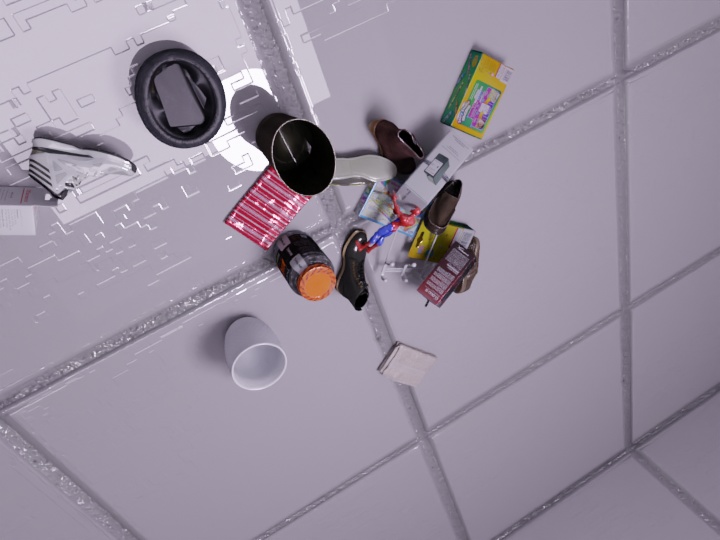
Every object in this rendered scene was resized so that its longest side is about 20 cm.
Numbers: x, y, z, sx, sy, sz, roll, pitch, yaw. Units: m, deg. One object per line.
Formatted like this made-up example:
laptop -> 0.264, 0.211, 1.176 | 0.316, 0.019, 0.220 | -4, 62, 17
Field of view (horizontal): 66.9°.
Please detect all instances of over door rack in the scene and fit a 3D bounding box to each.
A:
over door rack -> 0.148, -0.053, 1.555 | 0.147, 0.067, 0.200 | 1, 118, -21

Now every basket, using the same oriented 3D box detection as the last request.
basket -> -0.160, -0.283, 1.243 | 0.136, 0.200, 0.181 | -33, 128, -7

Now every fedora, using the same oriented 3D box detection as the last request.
fedora -> -0.381, -0.365, 1.151 | 0.200, 0.092, 0.201 | -12, 122, -21

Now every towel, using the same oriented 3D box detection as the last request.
towel -> -0.229, -0.159, 1.389 | 0.200, 0.022, 0.145 | -49, 126, 5
towel -> 0.162, 0.321, 1.850 | 0.200, 0.034, 0.133 | 23, 105, -35

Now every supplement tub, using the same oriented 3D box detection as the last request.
supplement tub -> -0.143, -0.011, 1.404 | 0.122, 0.200, 0.123 | -12, 121, -21

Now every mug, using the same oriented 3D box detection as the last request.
mug -> -0.294, 0.231, 1.477 | 0.147, 0.175, 0.200 | -7, 120, -23

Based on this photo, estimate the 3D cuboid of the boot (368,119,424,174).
boot -> 0.110, -0.299, 1.391 | 0.072, 0.166, 0.200 | -48, 127, -1

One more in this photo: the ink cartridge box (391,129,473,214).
ink cartridge box -> 0.186, -0.250, 1.436 | 0.084, 0.146, 0.200 | 41, 77, -1

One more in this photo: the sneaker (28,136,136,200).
sneaker -> -0.578, -0.195, 1.133 | 0.200, 0.076, 0.116 | 10, 84, -22

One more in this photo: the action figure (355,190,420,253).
action figure -> 0.070, -0.134, 1.449 | 0.200, 0.099, 0.065 | -28, 158, 31

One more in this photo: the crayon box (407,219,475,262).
crayon box -> 0.235, -0.091, 1.644 | 0.200, 0.051, 0.127 | 9, 115, -31

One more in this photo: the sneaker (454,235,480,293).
sneaker -> 0.343, -0.023, 1.743 | 0.075, 0.070, 0.200 | -12, 127, -43

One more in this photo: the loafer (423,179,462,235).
loafer -> 0.234, -0.187, 1.524 | 0.073, 0.200, 0.071 | 26, 148, -3

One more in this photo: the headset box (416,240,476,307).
headset box -> 0.246, 0.024, 1.584 | 0.200, 0.075, 0.149 | -51, 166, 2

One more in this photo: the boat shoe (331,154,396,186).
boat shoe -> -0.006, -0.255, 1.415 | 0.201, 0.060, 0.072 | -4, 78, -18

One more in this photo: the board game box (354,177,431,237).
board game box -> 0.097, -0.186, 1.533 | 0.200, 0.034, 0.135 | 19, 107, -33

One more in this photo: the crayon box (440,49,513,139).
crayon box -> 0.313, -0.470, 1.469 | 0.119, 0.058, 0.200 | 12, 110, -31

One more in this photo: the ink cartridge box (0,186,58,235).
ink cartridge box -> -0.720, -0.121, 1.100 | 0.200, 0.115, 0.068 | -2, 118, -26

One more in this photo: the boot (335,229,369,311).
boot -> 0.000, 0.000, 1.522 | 0.077, 0.138, 0.200 | 1, 115, -27
